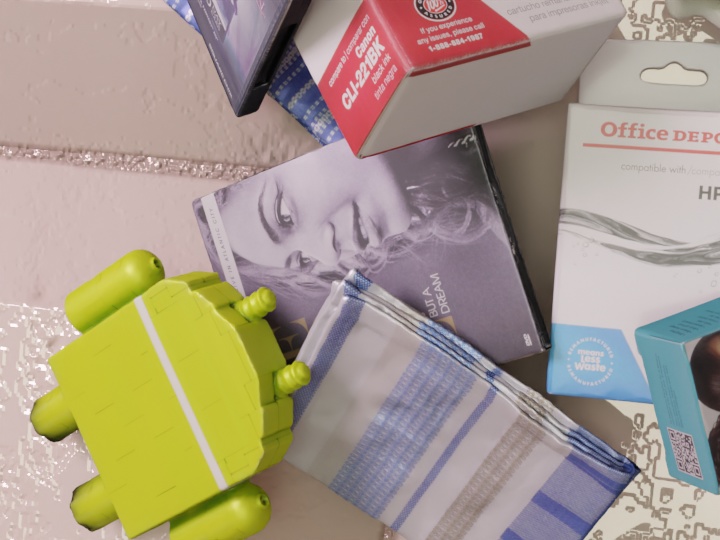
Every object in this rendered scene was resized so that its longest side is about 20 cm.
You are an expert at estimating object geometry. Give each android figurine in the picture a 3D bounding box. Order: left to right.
[{"bbox_3d":[-0.112,0.078,0.840,0.199,0.041,0.184,-33,81,32],"label":"android figurine"}]

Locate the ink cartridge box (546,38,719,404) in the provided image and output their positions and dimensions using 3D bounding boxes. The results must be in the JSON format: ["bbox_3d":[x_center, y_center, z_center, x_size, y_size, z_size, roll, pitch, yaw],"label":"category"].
[{"bbox_3d":[0.168,-0.029,0.790,0.114,0.067,0.203,4,94,13],"label":"ink cartridge box"}]

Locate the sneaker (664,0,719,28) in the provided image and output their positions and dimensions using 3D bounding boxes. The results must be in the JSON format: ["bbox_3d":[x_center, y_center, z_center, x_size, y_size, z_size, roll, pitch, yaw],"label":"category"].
[{"bbox_3d":[0.257,-0.127,0.754,0.199,0.077,0.081,34,78,17],"label":"sneaker"}]

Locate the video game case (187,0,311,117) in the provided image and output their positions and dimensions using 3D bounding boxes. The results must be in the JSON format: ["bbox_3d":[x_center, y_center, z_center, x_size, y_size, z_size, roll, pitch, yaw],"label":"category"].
[{"bbox_3d":[-0.073,-0.178,0.756,0.019,0.200,0.144,-21,84,-15],"label":"video game case"}]

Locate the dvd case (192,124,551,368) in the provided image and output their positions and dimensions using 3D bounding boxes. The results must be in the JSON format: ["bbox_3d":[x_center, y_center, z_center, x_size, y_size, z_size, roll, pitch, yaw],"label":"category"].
[{"bbox_3d":[0.000,0.000,0.822,0.198,0.016,0.151,-19,88,32],"label":"dvd case"}]

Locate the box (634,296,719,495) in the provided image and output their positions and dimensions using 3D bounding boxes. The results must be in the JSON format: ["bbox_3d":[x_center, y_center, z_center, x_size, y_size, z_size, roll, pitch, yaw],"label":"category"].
[{"bbox_3d":[0.246,0.040,0.737,0.198,0.049,0.083,-19,100,-16],"label":"box"}]

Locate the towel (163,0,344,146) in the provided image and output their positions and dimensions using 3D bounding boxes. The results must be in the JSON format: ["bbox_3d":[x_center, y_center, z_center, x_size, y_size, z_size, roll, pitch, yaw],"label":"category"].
[{"bbox_3d":[-0.020,-0.167,0.847,0.200,0.024,0.145,41,99,7],"label":"towel"}]

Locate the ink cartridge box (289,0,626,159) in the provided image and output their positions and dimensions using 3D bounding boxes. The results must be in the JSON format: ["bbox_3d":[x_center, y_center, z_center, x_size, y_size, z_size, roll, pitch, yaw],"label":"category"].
[{"bbox_3d":[0.024,-0.179,0.751,0.143,0.084,0.202,-18,70,-29],"label":"ink cartridge box"}]

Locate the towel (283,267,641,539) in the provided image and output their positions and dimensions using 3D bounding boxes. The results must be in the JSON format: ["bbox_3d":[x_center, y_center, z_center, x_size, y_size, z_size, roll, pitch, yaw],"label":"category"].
[{"bbox_3d":[0.043,0.103,0.810,0.199,0.024,0.148,33,127,3],"label":"towel"}]
